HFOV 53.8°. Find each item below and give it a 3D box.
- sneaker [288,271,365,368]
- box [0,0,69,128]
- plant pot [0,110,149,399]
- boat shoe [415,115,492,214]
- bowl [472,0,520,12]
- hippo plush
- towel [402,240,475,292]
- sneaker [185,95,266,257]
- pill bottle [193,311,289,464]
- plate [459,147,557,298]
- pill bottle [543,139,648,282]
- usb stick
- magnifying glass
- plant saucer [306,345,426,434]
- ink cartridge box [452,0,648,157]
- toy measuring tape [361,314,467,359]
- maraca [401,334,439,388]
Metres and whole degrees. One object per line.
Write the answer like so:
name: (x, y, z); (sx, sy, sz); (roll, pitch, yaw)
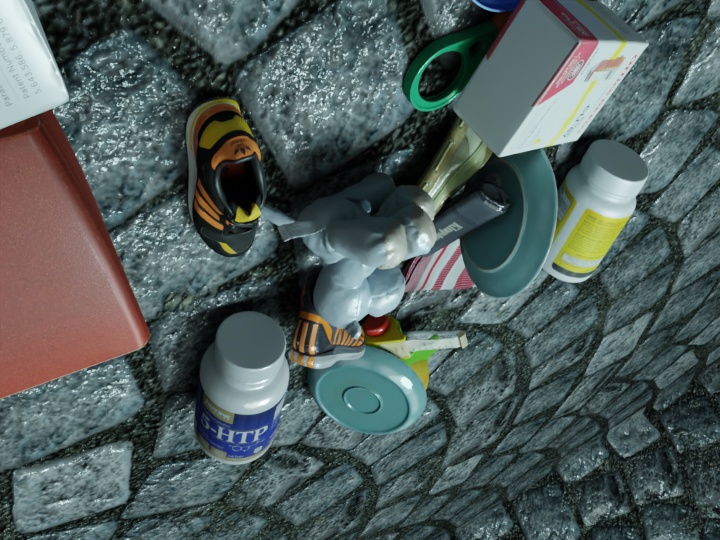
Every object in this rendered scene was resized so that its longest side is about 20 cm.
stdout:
sneaker: (-0.031, 0.061, 0.972); (0.200, 0.075, 0.116); (-14, 117, -74)
box: (-0.254, -0.189, 0.330); (0.128, 0.201, 0.202); (-25, 147, -13)
plant pot: (-0.288, -0.040, 0.516); (0.196, 0.201, 0.180); (-19, 135, -22)
boat shoe: (0.077, -0.102, 0.886); (0.200, 0.063, 0.073); (-44, -171, 22)
bowl: (0.162, -0.345, 0.661); (0.196, 0.040, 0.203); (-24, 146, -17)
hippo plush: (0.000, 0.000, 0.812); (0.196, 0.159, 0.165); (-18, 125, -26)
towel: (0.154, -0.021, 1.090); (0.196, 0.023, 0.145); (-2, 136, -41)
sneaker: (-0.129, -0.066, 0.706); (0.068, 0.091, 0.203); (-20, 145, -20)
pill bottle: (-0.156, 0.154, 0.939); (0.117, 0.121, 0.203); (-14, 142, -28)
plate: (0.170, -0.068, 0.883); (0.025, 0.203, 0.203); (3, 135, -25)
pill bottle: (0.351, -0.090, 1.093); (0.112, 0.115, 0.203); (-13, 143, -29)
usb stick: (0.116, -0.062, 0.906); (0.054, 0.033, 0.199); (21, 156, -19)
magnifying glass: (0.130, -0.251, 0.775); (0.198, 0.023, 0.080); (-37, 147, 7)
plant saucer: (0.006, 0.195, 1.108); (0.194, 0.028, 0.204); (9, 132, 10)
ink cartridge box: (0.216, -0.217, 0.790); (0.198, 0.084, 0.146); (-20, 150, -47)
toy measuring tape: (0.066, 0.097, 1.078); (0.194, 0.076, 0.074); (-9, 152, 17)
maraca: (0.064, 0.175, 1.174); (0.135, 0.108, 0.202); (-19, 152, -45)
